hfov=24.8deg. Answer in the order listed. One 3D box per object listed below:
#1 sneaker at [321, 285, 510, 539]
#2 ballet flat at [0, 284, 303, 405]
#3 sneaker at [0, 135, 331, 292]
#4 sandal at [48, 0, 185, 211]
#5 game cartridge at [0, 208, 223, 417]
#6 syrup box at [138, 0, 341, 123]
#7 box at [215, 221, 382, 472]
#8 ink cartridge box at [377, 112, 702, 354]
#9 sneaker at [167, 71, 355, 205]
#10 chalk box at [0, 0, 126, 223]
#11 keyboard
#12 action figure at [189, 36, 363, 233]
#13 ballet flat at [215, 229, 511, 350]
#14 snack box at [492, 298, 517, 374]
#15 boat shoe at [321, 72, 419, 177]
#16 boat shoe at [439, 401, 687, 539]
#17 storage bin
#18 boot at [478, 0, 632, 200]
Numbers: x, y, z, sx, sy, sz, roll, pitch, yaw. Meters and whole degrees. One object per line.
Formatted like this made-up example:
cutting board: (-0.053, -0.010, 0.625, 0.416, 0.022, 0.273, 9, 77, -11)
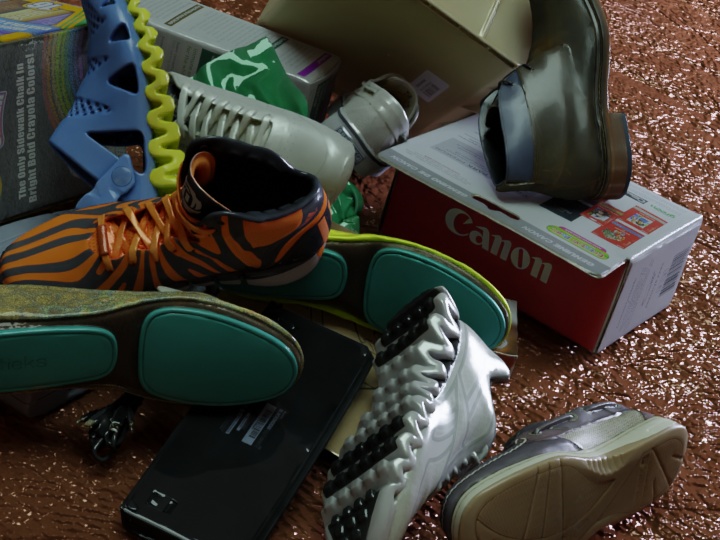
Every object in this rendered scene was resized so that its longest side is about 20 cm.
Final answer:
sneaker: (0.038, 0.097, 0.939, 0.081, 0.075, 0.200, 41, 43, -16)
ballet flat: (-0.132, 0.036, 0.919, 0.199, 0.071, 0.071, 2, 31, -17)
sneaker: (-0.116, -0.031, 0.949, 0.199, 0.112, 0.078, -13, 68, -8)
sandal: (-0.159, -0.089, 1.047, 0.087, 0.080, 0.201, -10, 77, -7)
game cartridge: (-0.191, 0.018, 1.025, 0.133, 0.041, 0.200, 32, 31, 20)
syrup box: (-0.124, -0.162, 1.333, 0.199, 0.079, 0.081, 23, 27, 11)
box: (-0.013, 0.046, 1.047, 0.163, 0.021, 0.200, 26, 38, 15)
ink cartridge box: (0.122, -0.029, 1.220, 0.200, 0.084, 0.175, 30, 30, 25)
sneaker: (-0.094, -0.092, 1.133, 0.199, 0.077, 0.080, 17, -13, 34)
chalk box: (-0.266, -0.106, 1.089, 0.123, 0.125, 0.200, 16, 23, 33)
keyboard: (-0.082, 0.083, 0.943, 0.127, 0.021, 0.200, 24, 40, 9)
action figure: (-0.061, -0.077, 1.219, 0.118, 0.055, 0.200, -33, 66, -17)
ballet flat: (0.000, 0.000, 1.043, 0.199, 0.067, 0.067, 13, 22, 0)
snack box: (0.010, 0.025, 1.126, 0.199, 0.024, 0.072, 14, 31, -4)
boat shoe: (0.016, -0.120, 1.283, 0.071, 0.070, 0.200, 53, 7, -2)
boat shoe: (0.113, 0.122, 0.968, 0.199, 0.072, 0.065, -15, 29, -41)
storage bin: (0.041, -0.207, 1.321, 0.198, 0.200, 0.094, 34, 65, -14)
boot: (0.129, -0.145, 1.192, 0.097, 0.075, 0.201, -6, 71, -20)
